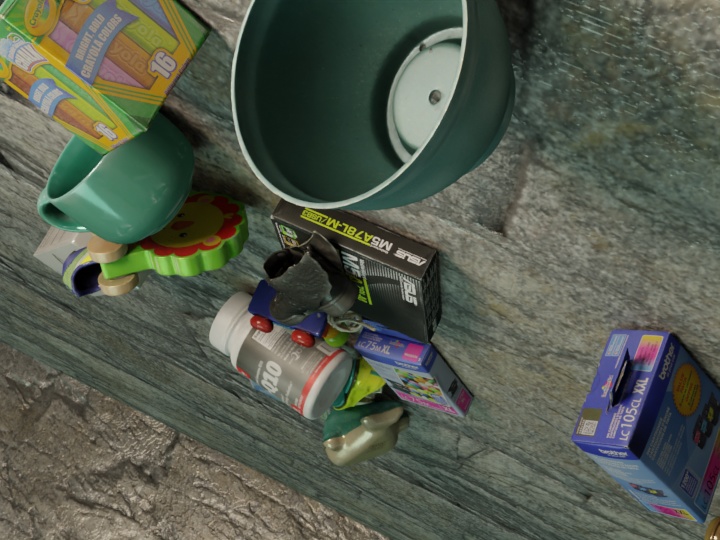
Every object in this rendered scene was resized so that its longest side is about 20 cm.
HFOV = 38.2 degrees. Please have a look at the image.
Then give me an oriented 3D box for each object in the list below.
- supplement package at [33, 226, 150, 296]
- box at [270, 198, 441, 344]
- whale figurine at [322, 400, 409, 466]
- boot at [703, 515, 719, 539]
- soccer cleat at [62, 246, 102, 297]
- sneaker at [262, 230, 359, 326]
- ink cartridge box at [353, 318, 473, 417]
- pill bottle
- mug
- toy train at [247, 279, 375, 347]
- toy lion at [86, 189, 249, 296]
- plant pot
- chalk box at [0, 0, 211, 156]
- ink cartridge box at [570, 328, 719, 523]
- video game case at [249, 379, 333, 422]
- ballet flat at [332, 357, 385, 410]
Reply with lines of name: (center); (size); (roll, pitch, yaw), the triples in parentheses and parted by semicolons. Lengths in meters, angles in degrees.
supplement package: (-0.366, -0.045, 1.489); (0.117, 0.118, 0.199); (37, 158, -24)
box: (0.000, 0.000, 1.232); (0.192, 0.048, 0.200); (26, 160, 16)
whale figurine: (0.006, 0.251, 1.738); (0.158, 0.104, 0.200); (-13, 157, -21)
boot: (0.584, 0.388, 1.382); (0.174, 0.067, 0.199); (28, 164, -35)
soccer cleat: (-0.290, -0.024, 1.346); (0.065, 0.199, 0.084); (66, 174, -33)
sneaker: (-0.075, 0.010, 1.211); (0.104, 0.060, 0.199); (38, 154, -26)
ink cartridge box: (0.071, 0.138, 1.478); (0.119, 0.042, 0.200); (12, 152, 36)
pill bottle: (-0.121, 0.123, 1.555); (0.199, 0.114, 0.114); (31, 161, 18)
mug: (-0.267, -0.106, 1.172); (0.114, 0.153, 0.184); (38, 159, -31)
toy train: (-0.046, 0.075, 1.429); (0.199, 0.085, 0.116); (17, 167, 28)
toy lion: (-0.235, -0.054, 1.266); (0.200, 0.190, 0.069); (-119, 17, -52)
plant pot: (0.026, -0.133, 0.726); (0.199, 0.202, 0.134); (10, 180, 39)
chalk box: (-0.262, -0.220, 0.939); (0.200, 0.124, 0.124); (37, 157, -23)
ink cartridge box: (0.301, 0.153, 1.079); (0.200, 0.137, 0.076); (41, 154, -31)
video game case: (-0.133, 0.218, 1.942); (0.181, 0.022, 0.200); (24, 159, 12)
ballet flat: (-0.002, 0.185, 1.652); (0.066, 0.067, 0.200); (11, 160, -10)
